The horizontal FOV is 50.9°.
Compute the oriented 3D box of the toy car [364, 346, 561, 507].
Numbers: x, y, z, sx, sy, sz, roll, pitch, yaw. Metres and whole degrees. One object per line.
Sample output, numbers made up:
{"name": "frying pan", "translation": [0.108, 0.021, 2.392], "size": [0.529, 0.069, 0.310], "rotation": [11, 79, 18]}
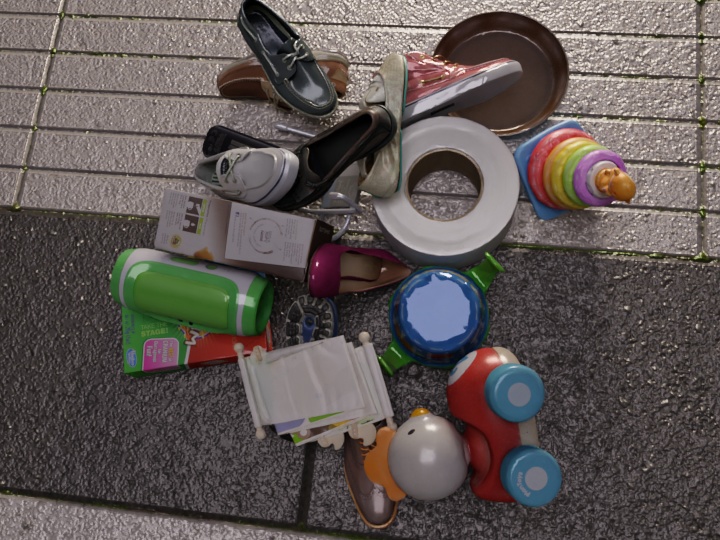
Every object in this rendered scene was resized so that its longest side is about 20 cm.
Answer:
{"name": "toy car", "translation": [0.099, 0.190, 0.871], "size": [0.199, 0.184, 0.178], "rotation": [-11, 89, -5]}

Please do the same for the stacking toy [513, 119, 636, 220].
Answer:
{"name": "stacking toy", "translation": [0.287, -0.118, 0.948], "size": [0.109, 0.200, 0.117], "rotation": [-28, 107, -4]}

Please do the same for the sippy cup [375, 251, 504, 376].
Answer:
{"name": "sippy cup", "translation": [0.099, 0.055, 0.954], "size": [0.139, 0.130, 0.179], "rotation": [12, 85, 6]}

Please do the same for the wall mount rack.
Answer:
{"name": "wall mount rack", "translation": [-0.058, -0.145, 1.073], "size": [0.173, 0.074, 0.201], "rotation": [3, 71, 42]}

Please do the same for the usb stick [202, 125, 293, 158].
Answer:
{"name": "usb stick", "translation": [-0.150, -0.159, 1.070], "size": [0.199, 0.033, 0.056], "rotation": [25, 95, 34]}

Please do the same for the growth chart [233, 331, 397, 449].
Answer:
{"name": "growth chart", "translation": [-0.058, 0.150, 0.934], "size": [0.199, 0.018, 0.146], "rotation": [-9, 92, 18]}

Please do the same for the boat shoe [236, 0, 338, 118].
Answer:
{"name": "boat shoe", "translation": [-0.104, -0.296, 1.051], "size": [0.073, 0.062, 0.200], "rotation": [-37, 82, -8]}

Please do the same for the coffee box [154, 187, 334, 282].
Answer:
{"name": "coffee box", "translation": [-0.146, -0.044, 0.978], "size": [0.199, 0.114, 0.080], "rotation": [12, 92, 10]}

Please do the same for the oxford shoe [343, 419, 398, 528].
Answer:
{"name": "oxford shoe", "translation": [0.007, 0.222, 0.957], "size": [0.071, 0.073, 0.201], "rotation": [-10, 74, 3]}

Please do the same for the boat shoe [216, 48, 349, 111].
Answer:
{"name": "boat shoe", "translation": [-0.114, -0.274, 1.111], "size": [0.199, 0.076, 0.072], "rotation": [-7, 76, 6]}

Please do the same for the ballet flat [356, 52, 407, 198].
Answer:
{"name": "ballet flat", "translation": [0.025, -0.196, 0.989], "size": [0.062, 0.067, 0.202], "rotation": [5, 80, -19]}

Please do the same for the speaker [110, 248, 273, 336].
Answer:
{"name": "speaker", "translation": [-0.218, 0.028, 0.989], "size": [0.199, 0.088, 0.089], "rotation": [12, 76, 9]}

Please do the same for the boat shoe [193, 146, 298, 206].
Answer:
{"name": "boat shoe", "translation": [-0.157, -0.122, 0.983], "size": [0.066, 0.199, 0.074], "rotation": [17, 77, -35]}

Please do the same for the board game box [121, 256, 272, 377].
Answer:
{"name": "board game box", "translation": [-0.228, 0.056, 1.047], "size": [0.199, 0.040, 0.154], "rotation": [-10, 73, 4]}

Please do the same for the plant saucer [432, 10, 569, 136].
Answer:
{"name": "plant saucer", "translation": [0.200, -0.281, 1.098], "size": [0.199, 0.032, 0.202], "rotation": [-2, 74, 7]}

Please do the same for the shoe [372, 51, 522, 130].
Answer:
{"name": "shoe", "translation": [0.118, -0.270, 1.051], "size": [0.199, 0.071, 0.092], "rotation": [-22, 79, 5]}

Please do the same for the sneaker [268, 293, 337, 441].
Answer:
{"name": "sneaker", "translation": [-0.065, 0.128, 0.991], "size": [0.078, 0.089, 0.201], "rotation": [18, 97, 16]}

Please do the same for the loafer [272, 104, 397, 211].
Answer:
{"name": "loafer", "translation": [-0.048, -0.144, 0.953], "size": [0.199, 0.063, 0.072], "rotation": [-34, 83, 20]}

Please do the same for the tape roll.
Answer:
{"name": "tape roll", "translation": [0.114, -0.106, 1.038], "size": [0.201, 0.071, 0.204], "rotation": [-2, 75, 6]}

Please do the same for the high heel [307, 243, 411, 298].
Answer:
{"name": "high heel", "translation": [0.000, 0.000, 0.960], "size": [0.095, 0.200, 0.068], "rotation": [8, 103, 15]}
